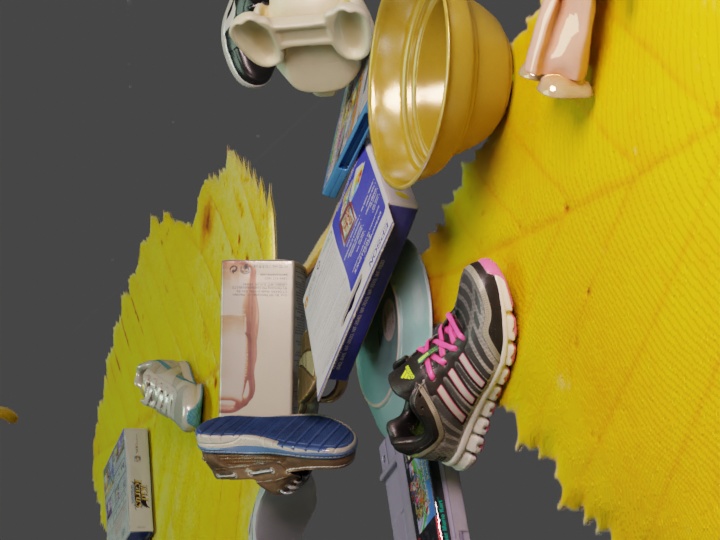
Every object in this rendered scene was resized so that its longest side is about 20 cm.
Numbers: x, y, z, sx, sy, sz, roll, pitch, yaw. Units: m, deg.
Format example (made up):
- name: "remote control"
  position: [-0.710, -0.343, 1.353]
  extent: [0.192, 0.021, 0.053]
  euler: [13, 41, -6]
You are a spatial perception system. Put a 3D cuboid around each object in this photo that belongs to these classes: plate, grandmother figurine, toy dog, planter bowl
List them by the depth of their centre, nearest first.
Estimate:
- name: "grandmother figurine"
  position: [0.160, -0.229, 1.245]
  extent: [0.121, 0.060, 0.201]
  euler: [-137, 48, -55]
- name: "planter bowl"
  position: [0.075, -0.166, 1.450]
  extent: [0.200, 0.083, 0.201]
  euler: [-177, 90, -72]
- name: "plate"
  position: [0.026, 0.067, 1.668]
  extent: [0.200, 0.025, 0.201]
  euler: [-177, 90, -73]
- name: "toy dog"
  position: [-0.035, -0.294, 1.726]
  extent: [0.194, 0.139, 0.201]
  euler: [51, -143, -55]

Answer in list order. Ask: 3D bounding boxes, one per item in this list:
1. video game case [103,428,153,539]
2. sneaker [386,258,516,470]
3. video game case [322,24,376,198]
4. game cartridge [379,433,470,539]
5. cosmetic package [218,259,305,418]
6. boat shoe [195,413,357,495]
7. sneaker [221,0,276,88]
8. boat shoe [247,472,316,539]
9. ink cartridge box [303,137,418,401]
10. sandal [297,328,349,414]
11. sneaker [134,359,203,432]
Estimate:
- name: "video game case"
  position: [-0.390, 0.386, 2.866]
  extent: [0.200, 0.045, 0.182]
  euler: [123, 143, -57]
- name: "sneaker"
  position: [0.070, 0.082, 1.429]
  extent: [0.074, 0.087, 0.201]
  euler: [-116, 33, -55]
- name: "video game case"
  position: [0.007, -0.183, 1.702]
  extent: [0.200, 0.018, 0.144]
  euler: [120, 164, -54]
- name: "game cartridge"
  position: [0.058, 0.222, 1.542]
  extent: [0.130, 0.038, 0.201]
  euler: [113, 153, -56]
- name: "cosmetic package"
  position: [-0.111, 0.090, 1.939]
  extent: [0.103, 0.087, 0.201]
  euler: [47, -136, -83]
- name: "boat shoe"
  position: [-0.084, 0.198, 1.830]
  extent: [0.199, 0.072, 0.073]
  euler: [2, 114, 36]
- name: "sneaker"
  position: [-0.123, -0.331, 2.089]
  extent: [0.112, 0.073, 0.201]
  euler: [159, 113, -72]
- name: "boat shoe"
  position: [-0.100, 0.286, 1.949]
  extent: [0.065, 0.073, 0.201]
  euler: [-119, 37, -51]
- name: "ink cartridge box"
  position: [0.000, 0.000, 1.646]
  extent: [0.200, 0.047, 0.198]
  euler: [-107, 36, -60]
- name: "sandal"
  position: [-0.040, 0.115, 1.832]
  extent: [0.200, 0.054, 0.081]
  euler: [101, 172, -71]
- name: "sneaker"
  position: [-0.278, 0.186, 2.492]
  extent: [0.200, 0.080, 0.077]
  euler: [-143, 59, -67]
